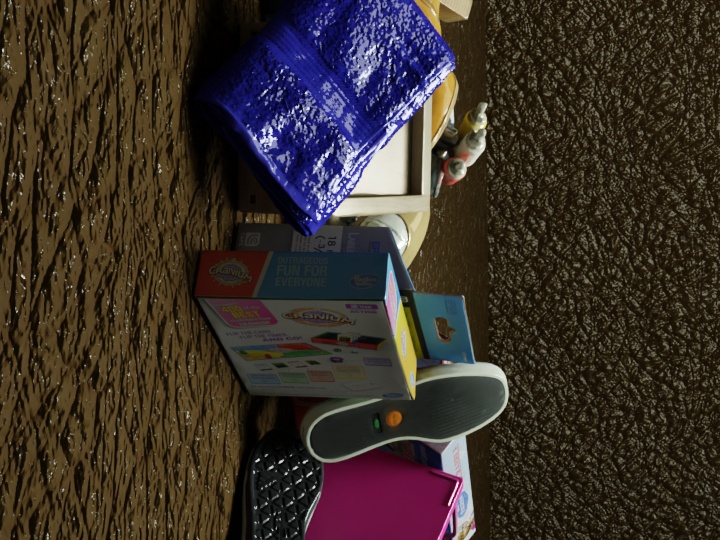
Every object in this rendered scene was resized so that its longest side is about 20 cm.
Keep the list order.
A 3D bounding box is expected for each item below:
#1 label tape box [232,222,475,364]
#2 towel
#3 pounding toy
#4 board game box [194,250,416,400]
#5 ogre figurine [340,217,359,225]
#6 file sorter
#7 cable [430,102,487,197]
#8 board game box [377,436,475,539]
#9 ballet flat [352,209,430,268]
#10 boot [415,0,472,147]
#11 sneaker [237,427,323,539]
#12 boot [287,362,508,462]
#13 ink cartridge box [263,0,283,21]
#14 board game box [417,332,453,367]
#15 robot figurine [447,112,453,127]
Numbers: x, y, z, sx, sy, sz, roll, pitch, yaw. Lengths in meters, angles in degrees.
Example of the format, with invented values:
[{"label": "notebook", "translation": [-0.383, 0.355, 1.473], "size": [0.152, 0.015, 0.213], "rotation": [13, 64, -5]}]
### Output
[{"label": "label tape box", "translation": [-0.001, 0.021, 1.238], "size": [0.145, 0.197, 0.064], "rotation": [72, 22, -63]}, {"label": "towel", "translation": [-0.019, -0.146, 1.114], "size": [0.201, 0.049, 0.148], "rotation": [-50, 119, -19]}, {"label": "pounding toy", "translation": [-0.024, -0.118, 1.265], "size": [0.199, 0.141, 0.187], "rotation": [-6, 99, -56]}, {"label": "board game box", "translation": [-0.038, 0.048, 1.170], "size": [0.201, 0.151, 0.041], "rotation": [74, 19, -62]}, {"label": "ogre figurine", "translation": [-0.007, -0.110, 1.469], "size": [0.200, 0.097, 0.121], "rotation": [-46, 156, -54]}, {"label": "file sorter", "translation": [0.000, 0.287, 1.345], "size": [0.126, 0.137, 0.201], "rotation": [81, 30, -54]}, {"label": "cable", "translation": [0.087, -0.096, 1.468], "size": [0.200, 0.050, 0.098], "rotation": [106, 7, -72]}, {"label": "board game box", "translation": [0.022, 0.174, 1.444], "size": [0.041, 0.198, 0.201], "rotation": [-44, 148, -25]}, {"label": "ballet flat", "translation": [0.000, 0.000, 1.370], "size": [0.201, 0.068, 0.063], "rotation": [-52, 178, -3]}, {"label": "boot", "translation": [0.030, -0.223, 1.397], "size": [0.143, 0.070, 0.204], "rotation": [23, 73, -32]}, {"label": "sneaker", "translation": [-0.083, 0.234, 1.261], "size": [0.083, 0.071, 0.202], "rotation": [123, -18, -50]}, {"label": "boot", "translation": [0.028, 0.101, 1.327], "size": [0.145, 0.197, 0.073], "rotation": [-122, -155, -62]}, {"label": "ink cartridge box", "translation": [-0.050, -0.265, 1.357], "size": [0.201, 0.046, 0.200], "rotation": [-78, 165, -52]}, {"label": "board game box", "translation": [0.016, 0.080, 1.425], "size": [0.019, 0.199, 0.104], "rotation": [-27, 127, -36]}, {"label": "robot figurine", "translation": [0.052, -0.200, 1.708], "size": [0.202, 0.123, 0.152], "rotation": [83, 13, -44]}]
